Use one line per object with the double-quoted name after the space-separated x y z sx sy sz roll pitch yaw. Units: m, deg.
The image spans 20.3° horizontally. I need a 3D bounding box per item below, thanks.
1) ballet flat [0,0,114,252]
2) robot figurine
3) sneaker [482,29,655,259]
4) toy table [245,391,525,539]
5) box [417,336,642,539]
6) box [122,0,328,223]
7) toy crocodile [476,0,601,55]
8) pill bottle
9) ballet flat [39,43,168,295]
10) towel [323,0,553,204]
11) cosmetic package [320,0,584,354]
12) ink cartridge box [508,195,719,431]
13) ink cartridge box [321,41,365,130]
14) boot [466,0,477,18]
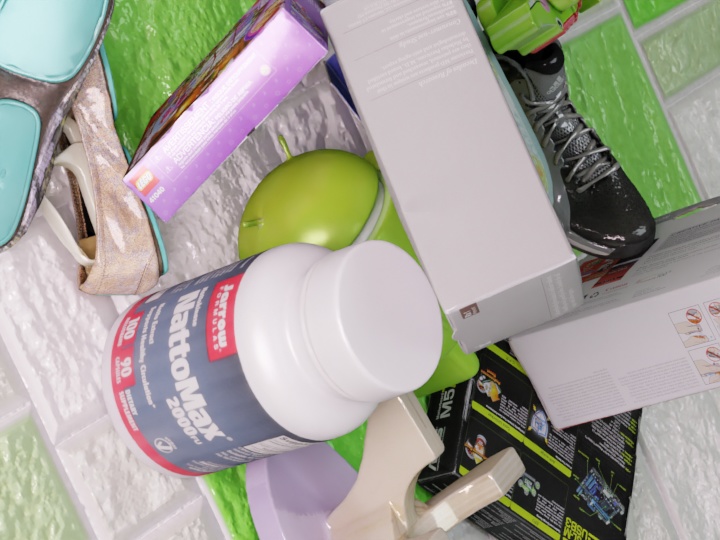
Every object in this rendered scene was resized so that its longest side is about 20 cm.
-0.198 -0.108 1.173 0.072 0.072 0.202 19 92 -41 "ballet flat"
0.000 0.000 1.349 0.200 0.115 0.176 43 47 -28 "robot figurine"
0.144 -0.103 1.471 0.075 0.116 0.200 -35 66 -27 "sneaker"
0.027 0.173 1.286 0.201 0.117 0.184 53 30 -12 "toy table"
0.133 0.114 1.505 0.200 0.047 0.194 36 54 -34 "box"
-0.079 -0.112 1.221 0.039 0.137 0.200 43 10 -11 "box"
0.132 -0.191 1.438 0.062 0.067 0.200 55 23 -9 "toy crocodile"
-0.052 0.049 1.210 0.119 0.199 0.121 20 61 -41 "pill bottle"
-0.176 -0.079 1.232 0.067 0.068 0.202 -16 86 -21 "ballet flat"
0.048 -0.122 1.316 0.171 0.048 0.201 3 59 -63 "towel"
0.054 -0.064 1.157 0.107 0.090 0.201 58 7 -74 "cosmetic package"
0.238 0.020 1.470 0.176 0.199 0.084 -44 108 -47 "ink cartridge box"
0.038 -0.100 1.404 0.198 0.047 0.200 50 6 -24 "ink cartridge box"
0.061 -0.243 1.501 0.167 0.077 0.201 -13 59 -48 "boot"
